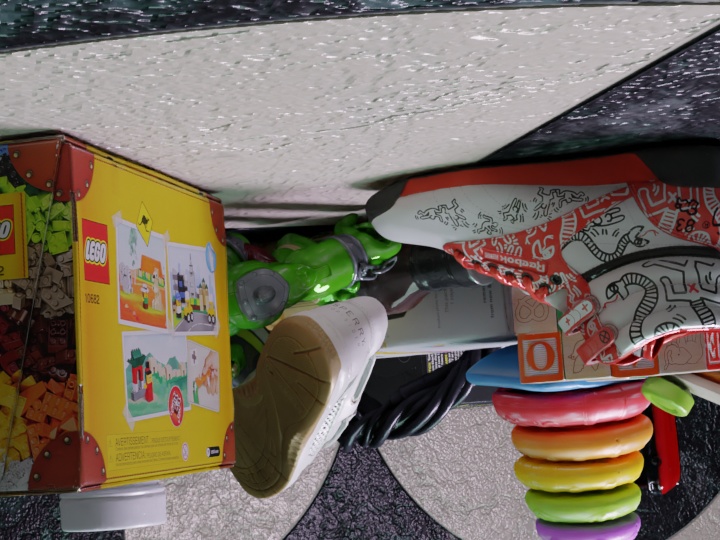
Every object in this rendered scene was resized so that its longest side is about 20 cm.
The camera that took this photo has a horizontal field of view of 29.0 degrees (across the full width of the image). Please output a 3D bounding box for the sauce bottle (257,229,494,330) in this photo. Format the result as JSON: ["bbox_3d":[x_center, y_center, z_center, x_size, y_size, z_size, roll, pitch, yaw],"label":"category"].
[{"bbox_3d":[0.000,0.000,0.928,0.200,0.066,0.066,-11,171,39],"label":"sauce bottle"}]

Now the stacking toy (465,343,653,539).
[{"bbox_3d":[0.148,0.149,0.932,0.116,0.200,0.110,-6,-177,-31],"label":"stacking toy"}]

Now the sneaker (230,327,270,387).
[{"bbox_3d":[-0.115,0.066,0.973,0.200,0.081,0.074,28,153,37],"label":"sneaker"}]

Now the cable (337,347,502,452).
[{"bbox_3d":[0.042,0.069,1.158,0.200,0.163,0.051,-22,128,40],"label":"cable"}]

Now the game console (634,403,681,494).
[{"bbox_3d":[0.188,0.077,1.118,0.118,0.200,0.172,-7,174,17],"label":"game console"}]

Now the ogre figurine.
[{"bbox_3d":[-0.087,0.012,0.868,0.200,0.098,0.120,10,-161,27],"label":"ogre figurine"}]

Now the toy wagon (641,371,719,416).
[{"bbox_3d":[0.230,0.020,0.848,0.200,0.155,0.040,24,166,41],"label":"toy wagon"}]

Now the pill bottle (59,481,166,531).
[{"bbox_3d":[-0.199,0.101,1.098,0.111,0.200,0.111,-4,175,0],"label":"pill bottle"}]

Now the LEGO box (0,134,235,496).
[{"bbox_3d":[-0.130,0.028,0.673,0.077,0.149,0.200,-5,174,13],"label":"LEGO box"}]

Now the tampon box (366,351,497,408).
[{"bbox_3d":[0.080,0.078,1.430,0.200,0.127,0.150,3,171,-44],"label":"tampon box"}]

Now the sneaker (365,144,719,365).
[{"bbox_3d":[0.098,-0.001,0.741,0.201,0.108,0.067,-6,174,21],"label":"sneaker"}]

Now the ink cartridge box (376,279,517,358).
[{"bbox_3d":[0.056,0.018,1.028,0.200,0.086,0.148,-10,172,35],"label":"ink cartridge box"}]

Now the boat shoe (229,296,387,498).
[{"bbox_3d":[-0.032,0.078,0.845,0.069,0.071,0.200,-28,166,-33],"label":"boat shoe"}]

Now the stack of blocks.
[{"bbox_3d":[0.188,0.001,0.794,0.200,0.115,0.059,-8,173,31],"label":"stack of blocks"}]
